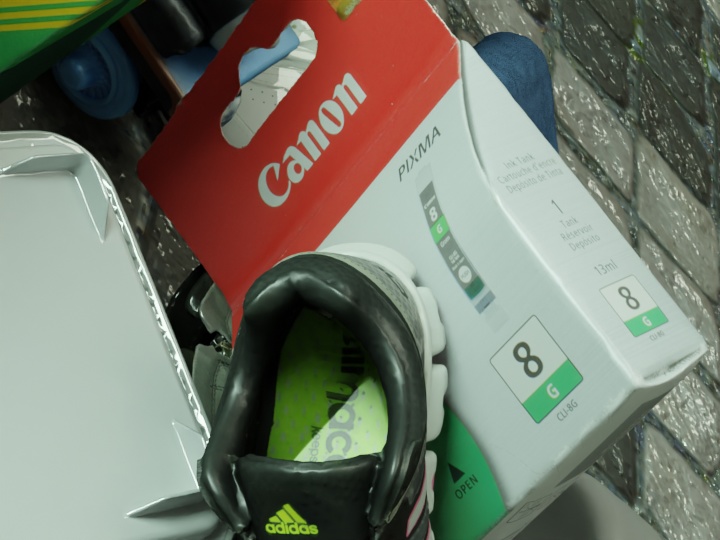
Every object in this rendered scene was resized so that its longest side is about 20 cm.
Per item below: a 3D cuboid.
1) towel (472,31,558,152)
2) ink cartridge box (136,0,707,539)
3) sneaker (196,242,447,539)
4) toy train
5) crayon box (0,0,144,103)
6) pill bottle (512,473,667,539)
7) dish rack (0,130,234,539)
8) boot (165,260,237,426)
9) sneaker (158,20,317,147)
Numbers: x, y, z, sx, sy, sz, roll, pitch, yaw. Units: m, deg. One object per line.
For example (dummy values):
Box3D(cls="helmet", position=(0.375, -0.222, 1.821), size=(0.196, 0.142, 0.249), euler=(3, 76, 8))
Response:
Box3D(cls="towel", position=(0.038, -0.030, 1.092), size=(0.200, 0.048, 0.112), euler=(-45, 133, -60))
Box3D(cls="ink cartridge box", position=(0.000, 0.000, 0.829), size=(0.050, 0.161, 0.200), euler=(-24, 71, -47))
Box3D(cls="sneaker", position=(-0.011, 0.084, 0.734), size=(0.087, 0.074, 0.201), euler=(30, 58, -70))
Box3D(cls="toy train", position=(-0.096, -0.146, 0.927), size=(0.087, 0.114, 0.200), euler=(-36, 93, -40))
Box3D(cls="crayon box", position=(-0.143, -0.163, 0.815), size=(0.200, 0.172, 0.058), euler=(58, 26, 0))
Box3D(cls="pill bottle", position=(0.111, 0.173, 0.968), size=(0.200, 0.114, 0.115), euler=(41, 31, -31))
Box3D(cls="dish rack", position=(-0.127, 0.030, 0.728), size=(0.200, 0.044, 0.172), euler=(-7, 68, -44))
Box3D(cls="boot", position=(-0.025, 0.095, 0.893), size=(0.130, 0.068, 0.200), euler=(27, 38, -29))
Box3D(cls="sneaker", position=(-0.042, -0.113, 1.016), size=(0.075, 0.100, 0.200), euler=(8, 50, -35))
